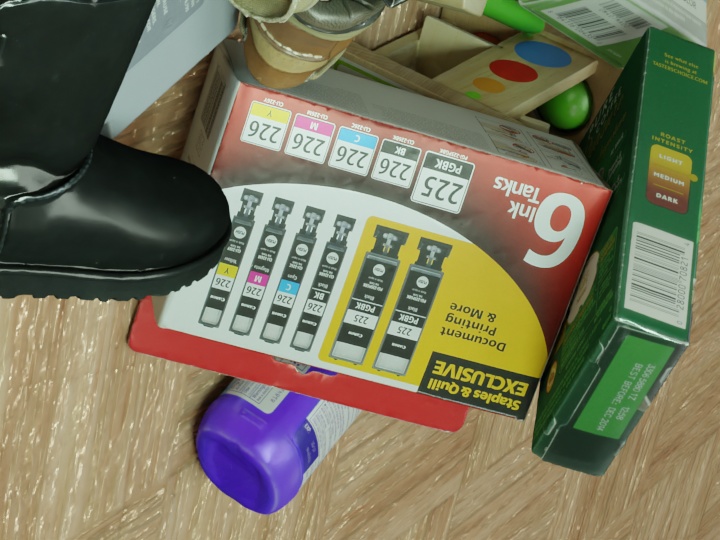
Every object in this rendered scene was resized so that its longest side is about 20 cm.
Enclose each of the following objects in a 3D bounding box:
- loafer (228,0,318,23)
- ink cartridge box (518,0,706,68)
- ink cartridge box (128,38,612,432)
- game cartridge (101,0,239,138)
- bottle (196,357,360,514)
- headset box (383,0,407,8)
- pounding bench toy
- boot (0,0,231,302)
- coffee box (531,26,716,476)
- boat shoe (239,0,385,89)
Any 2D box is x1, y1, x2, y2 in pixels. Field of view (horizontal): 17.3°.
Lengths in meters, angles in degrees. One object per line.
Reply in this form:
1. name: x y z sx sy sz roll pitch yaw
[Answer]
1. loafer: -0.071 -0.166 0.969 0.068 0.075 0.200 -52 144 -20
2. ink cartridge box: 0.139 -0.223 1.286 0.104 0.059 0.202 23 63 -49
3. ink cartridge box: 0.000 0.000 1.195 0.084 0.199 0.177 -114 -139 -67
4. game cartridge: -0.100 -0.162 1.036 0.133 0.040 0.201 -42 148 -32
5. bottle: -0.015 0.047 1.372 0.200 0.065 0.084 -50 163 -27
6. headset box: 0.057 -0.180 0.991 0.148 0.078 0.200 -28 -173 3
7. pounding bench toy: 0.069 -0.102 1.322 0.156 0.124 0.201 -31 141 -49
8. boot: -0.118 -0.070 0.991 0.197 0.073 0.163 -5 130 -38
9. coffee box: 0.135 -0.012 1.199 0.123 0.044 0.201 115 -10 -49
10. boat shoe: -0.015 -0.156 1.149 0.074 0.075 0.200 -53 -175 37
